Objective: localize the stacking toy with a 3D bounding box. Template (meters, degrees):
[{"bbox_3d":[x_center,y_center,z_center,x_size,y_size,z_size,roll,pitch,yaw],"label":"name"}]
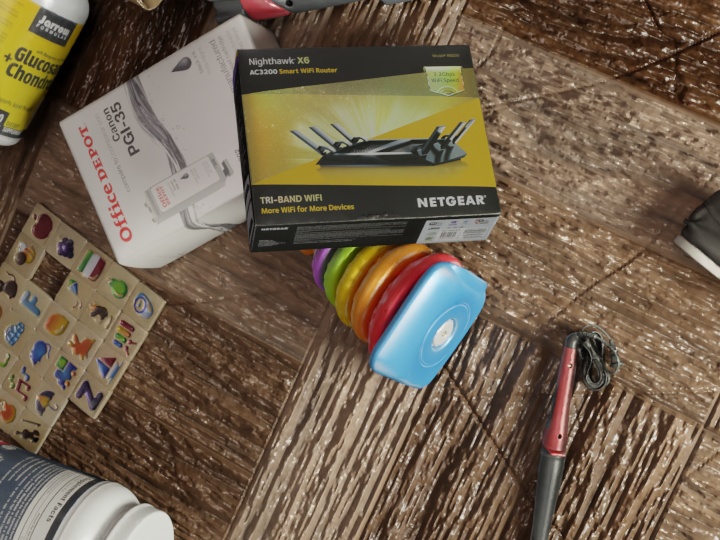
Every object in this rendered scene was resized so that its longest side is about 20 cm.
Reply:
[{"bbox_3d":[0.000,0.000,1.096,0.199,0.116,0.110,36,94,30],"label":"stacking toy"}]

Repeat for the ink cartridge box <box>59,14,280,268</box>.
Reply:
[{"bbox_3d":[-0.145,-0.108,1.143,0.199,0.083,0.148,-28,81,15],"label":"ink cartridge box"}]

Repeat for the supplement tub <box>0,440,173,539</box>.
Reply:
[{"bbox_3d":[-0.282,0.242,1.150,0.198,0.140,0.142,16,94,18],"label":"supplement tub"}]

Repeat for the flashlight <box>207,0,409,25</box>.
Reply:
[{"bbox_3d":[-0.034,-0.260,1.120,0.198,0.068,0.069,-9,68,17],"label":"flashlight"}]

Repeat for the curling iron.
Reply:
[{"bbox_3d":[0.169,0.143,1.062,0.049,0.026,0.202,18,95,21],"label":"curling iron"}]

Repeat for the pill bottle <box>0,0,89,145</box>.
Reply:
[{"bbox_3d":[-0.319,-0.226,1.188,0.112,0.112,0.201,34,100,16],"label":"pill bottle"}]

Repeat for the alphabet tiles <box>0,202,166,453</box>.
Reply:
[{"bbox_3d":[-0.296,0.065,1.230,0.167,0.008,0.201,35,100,16],"label":"alphabet tiles"}]

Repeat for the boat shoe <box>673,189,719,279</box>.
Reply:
[{"bbox_3d":[0.333,0.014,0.991,0.200,0.067,0.057,40,105,19],"label":"boat shoe"}]

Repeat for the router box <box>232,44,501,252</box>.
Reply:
[{"bbox_3d":[0.002,-0.100,1.041,0.198,0.052,0.159,-4,67,-12],"label":"router box"}]

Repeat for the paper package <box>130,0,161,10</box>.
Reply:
[{"bbox_3d":[-0.199,-0.355,1.107,0.189,0.104,0.201,28,65,12],"label":"paper package"}]
